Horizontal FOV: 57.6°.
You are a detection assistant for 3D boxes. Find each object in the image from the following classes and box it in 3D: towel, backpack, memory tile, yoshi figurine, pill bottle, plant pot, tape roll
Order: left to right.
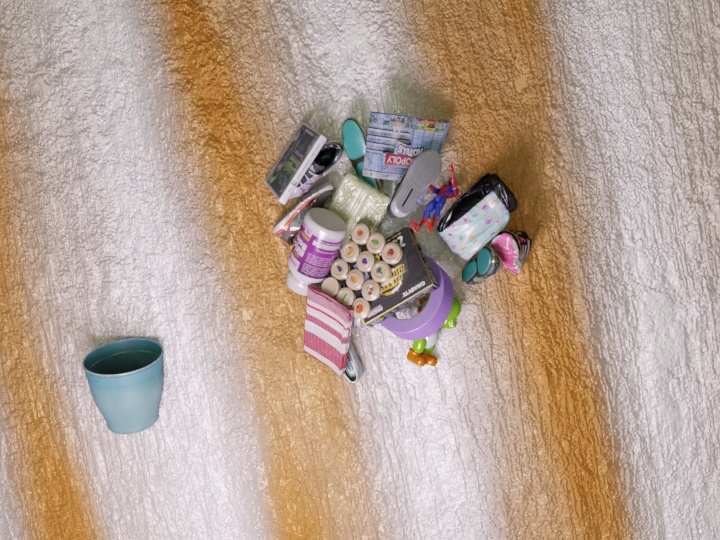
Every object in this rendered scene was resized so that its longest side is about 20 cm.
[{"bbox_3d":[-0.593,0.303,1.679,0.195,0.201,0.192,0,110,5],"label":"plant pot"},{"bbox_3d":[-0.116,-0.042,1.617,0.111,0.113,0.203,26,118,3],"label":"pill bottle"},{"bbox_3d":[-0.086,0.150,1.617,0.142,0.023,0.204,29,127,30],"label":"towel"},{"bbox_3d":[-0.018,-0.131,1.629,0.147,0.037,0.202,32,116,4],"label":"towel"},{"bbox_3d":[0.000,0.000,1.564,0.152,0.017,0.203,33,97,29],"label":"memory tile"},{"bbox_3d":[0.125,0.063,1.594,0.196,0.065,0.205,-14,63,29],"label":"tape roll"},{"bbox_3d":[0.191,0.141,1.633,0.110,0.112,0.205,14,94,-12],"label":"yoshi figurine"},{"bbox_3d":[0.280,-0.129,1.575,0.199,0.167,0.127,-42,90,15],"label":"backpack"}]

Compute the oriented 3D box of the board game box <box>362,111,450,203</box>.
[{"bbox_3d":[0.108,-0.269,1.589,0.196,0.061,0.205,0,104,-27],"label":"board game box"}]

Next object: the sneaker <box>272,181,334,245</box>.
[{"bbox_3d":[-0.130,-0.142,1.659,0.199,0.077,0.082,-39,105,15],"label":"sneaker"}]

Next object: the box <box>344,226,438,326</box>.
[{"bbox_3d":[0.068,0.016,1.563,0.198,0.049,0.162,-30,66,19],"label":"box"}]

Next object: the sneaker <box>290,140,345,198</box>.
[{"bbox_3d":[-0.125,-0.250,1.603,0.199,0.140,0.078,-41,96,7],"label":"sneaker"}]

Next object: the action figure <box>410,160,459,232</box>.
[{"bbox_3d":[0.180,-0.187,1.567,0.064,0.200,0.101,0,125,36],"label":"action figure"}]

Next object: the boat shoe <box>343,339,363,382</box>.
[{"bbox_3d":[-0.052,0.193,1.673,0.073,0.067,0.202,-34,91,7],"label":"boat shoe"}]

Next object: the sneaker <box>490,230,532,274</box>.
[{"bbox_3d":[0.364,-0.064,1.563,0.073,0.200,0.089,25,81,26],"label":"sneaker"}]

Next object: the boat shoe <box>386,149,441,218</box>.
[{"bbox_3d":[0.118,-0.206,1.541,0.072,0.070,0.201,46,65,-18],"label":"boat shoe"}]

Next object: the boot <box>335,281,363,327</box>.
[{"bbox_3d":[-0.006,0.035,1.657,0.089,0.073,0.204,19,85,22],"label":"boot"}]

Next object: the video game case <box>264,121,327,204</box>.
[{"bbox_3d":[-0.162,-0.266,1.586,0.023,0.200,0.184,30,98,-27],"label":"video game case"}]

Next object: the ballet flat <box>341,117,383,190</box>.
[{"bbox_3d":[0.007,-0.281,1.625,0.069,0.071,0.204,-19,101,6],"label":"ballet flat"}]

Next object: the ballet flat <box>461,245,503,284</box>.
[{"bbox_3d":[0.304,-0.012,1.567,0.072,0.200,0.076,2,79,-10],"label":"ballet flat"}]
